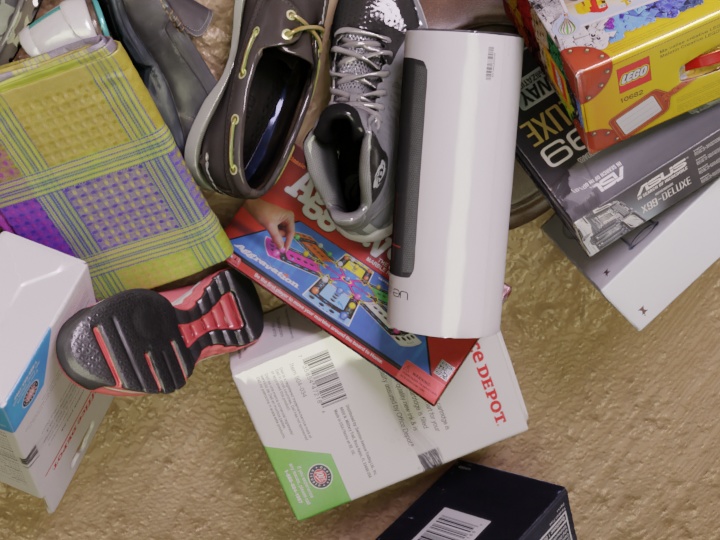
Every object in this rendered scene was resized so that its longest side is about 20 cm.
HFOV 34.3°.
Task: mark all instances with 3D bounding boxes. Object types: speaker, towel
[{"bbox_3d":[0.063,-0.057,0.779,0.081,0.081,0.201,2,100,-10],"label":"speaker"},{"bbox_3d":[-0.184,-0.061,0.787,0.143,0.023,0.200,-17,131,11],"label":"towel"}]

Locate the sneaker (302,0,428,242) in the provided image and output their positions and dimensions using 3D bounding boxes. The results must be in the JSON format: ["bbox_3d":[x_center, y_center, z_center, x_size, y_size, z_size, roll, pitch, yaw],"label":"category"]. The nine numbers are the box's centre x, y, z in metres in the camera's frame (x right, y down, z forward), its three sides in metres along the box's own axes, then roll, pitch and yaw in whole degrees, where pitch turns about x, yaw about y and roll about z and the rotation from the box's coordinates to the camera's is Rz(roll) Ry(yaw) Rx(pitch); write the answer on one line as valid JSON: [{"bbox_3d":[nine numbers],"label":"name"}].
[{"bbox_3d":[0.003,-0.121,0.794,0.075,0.115,0.201,0,88,13],"label":"sneaker"}]

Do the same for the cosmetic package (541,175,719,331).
[{"bbox_3d":[0.240,-0.064,0.866,0.200,0.151,0.052,-45,111,8],"label":"cosmetic package"}]

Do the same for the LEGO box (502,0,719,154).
[{"bbox_3d":[0.202,-0.185,0.742,0.199,0.149,0.077,-24,143,2],"label":"LEGO box"}]

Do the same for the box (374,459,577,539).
[{"bbox_3d":[0.086,0.298,0.943,0.200,0.123,0.199,-35,118,-37],"label":"box"}]

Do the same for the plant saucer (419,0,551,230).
[{"bbox_3d":[0.096,-0.117,0.887,0.199,0.032,0.201,-3,110,-9],"label":"plant saucer"}]

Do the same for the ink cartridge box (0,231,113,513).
[{"bbox_3d":[-0.235,0.080,0.826,0.066,0.116,0.200,19,148,6],"label":"ink cartridge box"}]

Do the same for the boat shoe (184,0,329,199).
[{"bbox_3d":[-0.056,-0.145,0.806,0.072,0.060,0.202,20,90,-47],"label":"boat shoe"}]

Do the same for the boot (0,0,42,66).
[{"bbox_3d":[-0.294,-0.237,0.754,0.199,0.073,0.183,19,92,-23],"label":"boot"}]

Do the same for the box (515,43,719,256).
[{"bbox_3d":[0.194,-0.125,0.798,0.199,0.158,0.050,-32,143,4],"label":"box"}]

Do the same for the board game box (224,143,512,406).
[{"bbox_3d":[0.000,0.000,0.854,0.200,0.019,0.103,34,81,10],"label":"board game box"}]

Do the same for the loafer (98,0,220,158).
[{"bbox_3d":[-0.138,-0.170,0.811,0.072,0.073,0.201,-21,122,-11],"label":"loafer"}]

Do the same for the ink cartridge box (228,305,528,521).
[{"bbox_3d":[0.013,0.085,0.918,0.199,0.084,0.146,-21,113,-1],"label":"ink cartridge box"}]

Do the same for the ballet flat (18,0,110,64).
[{"bbox_3d":[-0.183,-0.095,0.808,0.069,0.070,0.201,-16,132,-4],"label":"ballet flat"}]

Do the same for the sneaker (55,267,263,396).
[{"bbox_3d":[-0.152,0.053,0.831,0.086,0.200,0.074,-20,88,30],"label":"sneaker"}]
